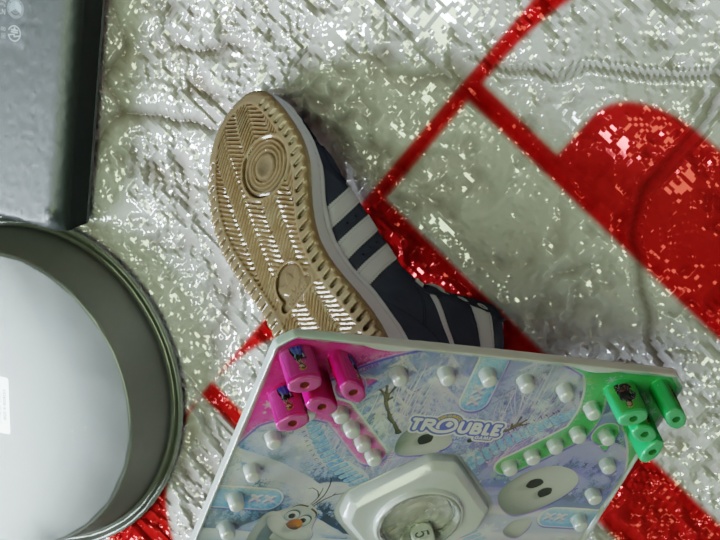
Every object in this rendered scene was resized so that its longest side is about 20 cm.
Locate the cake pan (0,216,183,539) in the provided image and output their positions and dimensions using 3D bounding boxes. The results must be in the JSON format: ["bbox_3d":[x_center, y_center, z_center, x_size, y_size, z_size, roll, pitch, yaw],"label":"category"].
[{"bbox_3d":[-0.196,0.069,0.891,0.199,0.037,0.201,6,106,22],"label":"cake pan"}]

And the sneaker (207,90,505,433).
[{"bbox_3d":[0.000,0.000,0.781,0.070,0.108,0.200,-45,54,28],"label":"sneaker"}]

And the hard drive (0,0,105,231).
[{"bbox_3d":[-0.205,-0.132,0.844,0.139,0.033,0.201,14,108,19],"label":"hard drive"}]

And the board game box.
[{"bbox_3d":[0.027,0.116,0.724,0.199,0.026,0.200,7,129,-22],"label":"board game box"}]
